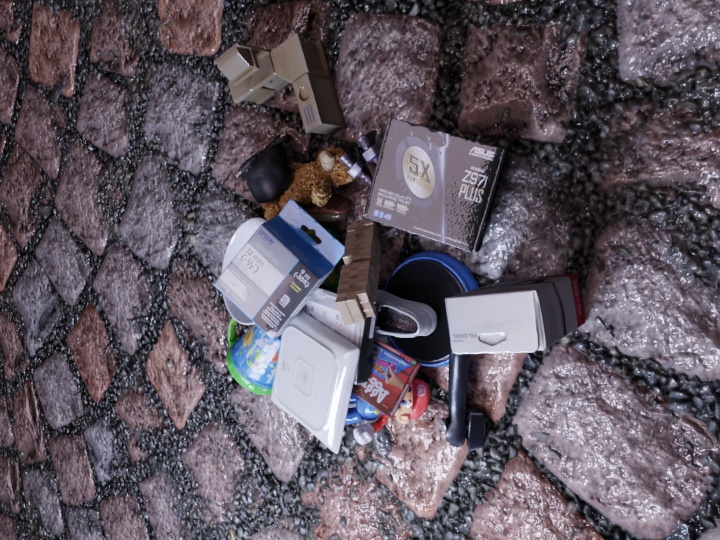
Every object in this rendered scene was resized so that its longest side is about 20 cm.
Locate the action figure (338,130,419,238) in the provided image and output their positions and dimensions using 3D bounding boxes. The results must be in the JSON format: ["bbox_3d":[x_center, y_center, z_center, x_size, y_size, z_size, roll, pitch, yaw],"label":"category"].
[{"bbox_3d":[0.051,-0.146,1.164,0.129,0.069,0.202,-35,89,26],"label":"action figure"}]

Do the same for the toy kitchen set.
[{"bbox_3d":[-0.170,-0.326,1.243,0.197,0.162,0.185,-20,84,35],"label":"toy kitchen set"}]

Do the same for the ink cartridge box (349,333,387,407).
[{"bbox_3d":[-0.044,0.144,1.289,0.199,0.049,0.166,41,118,42],"label":"ink cartridge box"}]

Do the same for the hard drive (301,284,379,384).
[{"bbox_3d":[-0.057,0.105,1.166,0.197,0.037,0.144,17,101,43],"label":"hard drive"}]

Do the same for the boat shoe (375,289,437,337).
[{"bbox_3d":[0.037,0.080,1.148,0.196,0.068,0.074,17,106,34],"label":"boat shoe"}]

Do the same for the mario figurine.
[{"bbox_3d":[0.028,0.229,1.166,0.195,0.106,0.127,-11,105,12],"label":"mario figurine"}]

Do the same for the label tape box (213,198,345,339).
[{"bbox_3d":[-0.139,-0.006,1.139,0.143,0.066,0.201,40,94,5],"label":"label tape box"}]

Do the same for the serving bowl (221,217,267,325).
[{"bbox_3d":[-0.190,0.005,1.264,0.197,0.065,0.206,-10,76,44],"label":"serving bowl"}]

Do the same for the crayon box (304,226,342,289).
[{"bbox_3d":[-0.126,-0.001,1.296,0.197,0.058,0.122,-16,76,38],"label":"crayon box"}]

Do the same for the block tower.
[{"bbox_3d":[0.000,0.000,1.111,0.053,0.203,0.059,-10,131,15],"label":"block tower"}]

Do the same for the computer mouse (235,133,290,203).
[{"bbox_3d":[-0.188,-0.199,1.256,0.138,0.053,0.201,-39,32,10],"label":"computer mouse"}]

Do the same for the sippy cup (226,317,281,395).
[{"bbox_3d":[-0.186,0.158,1.327,0.131,0.175,0.141,-53,22,25],"label":"sippy cup"}]

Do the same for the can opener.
[{"bbox_3d":[0.168,0.214,1.113,0.076,0.063,0.206,-9,107,-7],"label":"can opener"}]

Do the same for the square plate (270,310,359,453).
[{"bbox_3d":[-0.092,0.190,1.157,0.196,0.028,0.205,26,112,40],"label":"square plate"}]

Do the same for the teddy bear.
[{"bbox_3d":[-0.103,-0.163,1.218,0.196,0.147,0.067,-23,123,17],"label":"teddy bear"}]

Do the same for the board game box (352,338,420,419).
[{"bbox_3d":[0.009,0.170,1.154,0.198,0.019,0.105,24,82,43],"label":"board game box"}]

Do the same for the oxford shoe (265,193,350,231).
[{"bbox_3d":[-0.098,-0.107,1.287,0.196,0.071,0.075,4,123,35],"label":"oxford shoe"}]

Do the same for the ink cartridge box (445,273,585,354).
[{"bbox_3d":[0.234,0.062,0.972,0.142,0.198,0.086,-8,91,35],"label":"ink cartridge box"}]

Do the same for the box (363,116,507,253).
[{"bbox_3d":[0.123,-0.139,1.059,0.195,0.086,0.168,19,101,14],"label":"box"}]

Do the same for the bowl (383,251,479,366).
[{"bbox_3d":[0.122,0.070,1.152,0.196,0.039,0.207,4,97,35],"label":"bowl"}]
